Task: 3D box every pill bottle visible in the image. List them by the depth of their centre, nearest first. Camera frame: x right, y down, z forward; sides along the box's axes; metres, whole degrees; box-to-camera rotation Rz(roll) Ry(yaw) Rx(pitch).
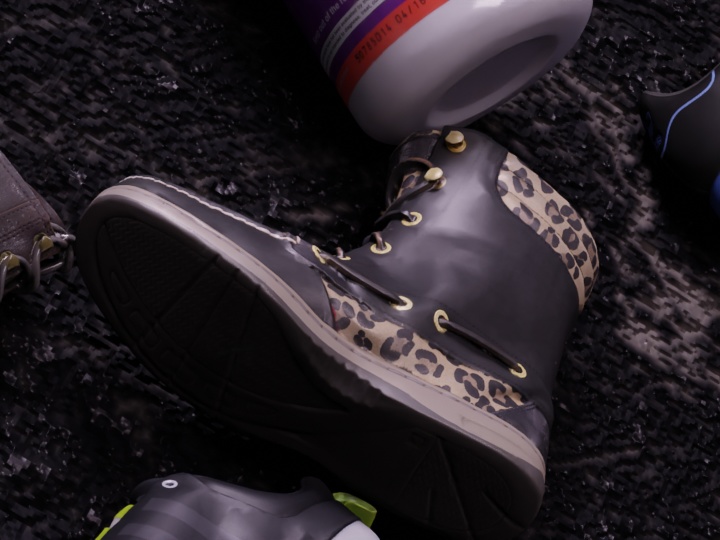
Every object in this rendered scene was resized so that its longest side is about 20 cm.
[{"bbox_3d":[0.003,-0.160,1.089,0.112,0.113,0.201,-22,74,-35],"label":"pill bottle"}]

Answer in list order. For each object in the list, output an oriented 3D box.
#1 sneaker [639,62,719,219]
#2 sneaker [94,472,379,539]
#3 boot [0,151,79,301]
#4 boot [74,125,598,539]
[{"bbox_3d":[0.215,-0.098,1.155,0.199,0.070,0.078,-33,60,-12],"label":"sneaker"},{"bbox_3d":[-0.075,0.116,0.927,0.199,0.072,0.083,-5,44,-34],"label":"sneaker"},{"bbox_3d":[-0.165,0.022,0.924,0.174,0.069,0.201,-31,81,-40],"label":"boot"},{"bbox_3d":[0.000,0.000,1.011,0.199,0.073,0.151,31,43,-2],"label":"boot"}]
